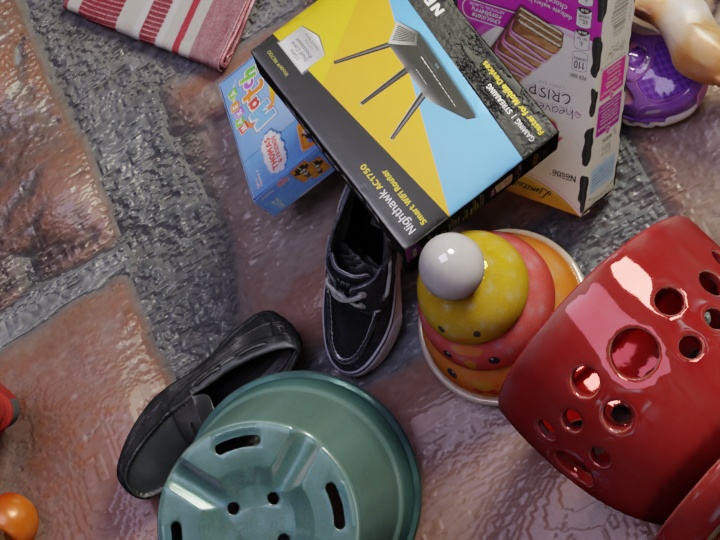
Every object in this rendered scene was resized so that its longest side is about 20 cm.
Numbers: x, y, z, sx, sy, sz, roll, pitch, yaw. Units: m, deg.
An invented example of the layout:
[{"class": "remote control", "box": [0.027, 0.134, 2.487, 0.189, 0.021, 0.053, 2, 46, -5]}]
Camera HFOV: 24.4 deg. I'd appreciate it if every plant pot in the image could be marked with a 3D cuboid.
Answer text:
[{"class": "plant pot", "box": [-0.061, 0.180, 1.259, 0.198, 0.196, 0.202, 0, 88, 8]}, {"class": "plant pot", "box": [0.230, 0.090, 1.203, 0.182, 0.200, 0.201, 44, 93, 18]}]

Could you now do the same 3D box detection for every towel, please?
[{"class": "towel", "box": [-0.177, -0.281, 1.569, 0.199, 0.023, 0.145, 23, 87, 28]}]

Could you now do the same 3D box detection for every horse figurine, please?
[{"class": "horse figurine", "box": [0.268, -0.194, 1.312, 0.132, 0.050, 0.201, -20, 63, -33]}]

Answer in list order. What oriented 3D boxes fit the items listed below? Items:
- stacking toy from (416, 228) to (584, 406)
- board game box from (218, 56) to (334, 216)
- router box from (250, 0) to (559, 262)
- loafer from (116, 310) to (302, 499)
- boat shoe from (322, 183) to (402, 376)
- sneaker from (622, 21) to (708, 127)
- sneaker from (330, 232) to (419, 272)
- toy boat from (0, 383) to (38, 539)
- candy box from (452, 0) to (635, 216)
[{"class": "stacking toy", "box": [0.086, 0.016, 1.276, 0.145, 0.200, 0.148, -6, 72, 21]}, {"class": "board game box", "box": [-0.026, -0.162, 1.425, 0.199, 0.037, 0.152, -35, 48, 19]}, {"class": "router box", "box": [0.034, -0.130, 1.271, 0.149, 0.051, 0.200, -37, 76, -4]}, {"class": "loafer", "box": [-0.128, 0.118, 1.398, 0.201, 0.068, 0.070, -45, 25, 2]}, {"class": "boat shoe", "box": [0.000, 0.000, 1.345, 0.071, 0.068, 0.202, 25, 117, 21]}, {"class": "sneaker", "box": [0.188, -0.185, 1.356, 0.199, 0.088, 0.081, 30, 86, 25]}, {"class": "sneaker", "box": [0.031, -0.103, 1.404, 0.093, 0.070, 0.202, 13, 83, 19]}, {"class": "toy boat", "box": [-0.342, 0.202, 1.455, 0.130, 0.131, 0.201, 31, 87, -3]}, {"class": "candy box", "box": [0.139, -0.159, 1.314, 0.136, 0.061, 0.202, 21, 127, 30]}]
